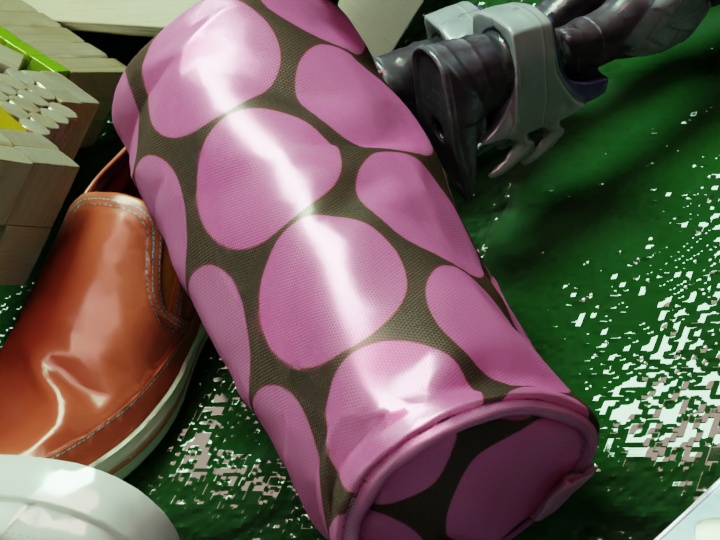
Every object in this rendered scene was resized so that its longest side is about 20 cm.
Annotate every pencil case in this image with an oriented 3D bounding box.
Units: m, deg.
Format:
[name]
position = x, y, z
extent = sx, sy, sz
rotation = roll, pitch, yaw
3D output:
[pencil case]
position = 0.000, 0.000, 0.817
extent = 0.091, 0.093, 0.201
rotation = -51, 45, 27

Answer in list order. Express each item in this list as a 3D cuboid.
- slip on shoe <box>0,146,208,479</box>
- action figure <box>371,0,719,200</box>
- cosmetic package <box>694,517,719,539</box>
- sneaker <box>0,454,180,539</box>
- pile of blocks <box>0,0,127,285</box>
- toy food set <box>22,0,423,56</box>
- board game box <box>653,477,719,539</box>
[slip on shoe]
position = -0.080, 0.005, 0.905
extent = 0.074, 0.061, 0.200
rotation = 8, 48, 35
[action figure]
position = 0.101, -0.094, 0.924
extent = 0.199, 0.070, 0.130
rotation = -28, 28, -12
[cosmetic package]
position = 0.167, 0.099, 0.560
extent = 0.199, 0.071, 0.106
rotation = -7, 39, 20
[sneaker]
position = -0.147, 0.121, 0.794
extent = 0.199, 0.074, 0.116
rotation = -13, 38, 33
[pile of blocks]
position = -0.136, -0.043, 0.953
extent = 0.062, 0.082, 0.200
rotation = -62, 6, 15
[toy food set]
position = -0.050, -0.128, 1.070
extent = 0.199, 0.061, 0.144
rotation = 7, 56, 40
[board game box]
position = 0.088, 0.156, 0.628
extent = 0.200, 0.041, 0.199
rotation = -38, 38, -20
